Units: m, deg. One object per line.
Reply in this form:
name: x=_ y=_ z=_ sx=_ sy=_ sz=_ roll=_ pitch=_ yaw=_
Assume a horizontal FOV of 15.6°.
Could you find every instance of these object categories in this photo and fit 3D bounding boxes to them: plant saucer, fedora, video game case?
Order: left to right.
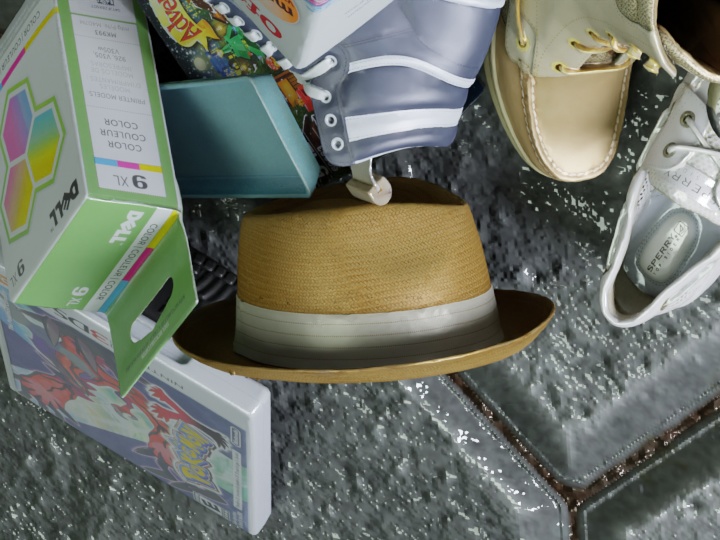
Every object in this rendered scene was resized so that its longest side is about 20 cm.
video game case: x=-0.132 y=0.068 z=1.499 sx=0.181 sy=0.023 sz=0.200 roll=30 pitch=158 yaw=11
plant saucer: x=-0.084 y=-0.072 z=1.385 sx=0.200 sy=0.019 sz=0.070 roll=3 pitch=125 yaw=61
fedora: x=0.000 y=0.000 z=1.332 sx=0.199 sy=0.200 sz=0.083 roll=4 pitch=105 yaw=31

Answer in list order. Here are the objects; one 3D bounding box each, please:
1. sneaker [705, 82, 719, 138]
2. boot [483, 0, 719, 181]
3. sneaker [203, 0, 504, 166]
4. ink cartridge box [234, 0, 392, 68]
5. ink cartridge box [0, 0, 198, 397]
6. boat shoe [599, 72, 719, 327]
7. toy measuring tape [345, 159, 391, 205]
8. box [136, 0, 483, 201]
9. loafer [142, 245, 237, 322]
sneaker: x=0.238 y=-0.097 z=1.140 sx=0.199 sy=0.089 sz=0.077 roll=-21 pitch=104 yaw=26
boot: x=0.122 y=-0.108 z=1.195 sx=0.155 sy=0.072 sz=0.201 roll=45 pitch=142 yaw=52
sneaker: x=-0.037 y=-0.115 z=1.211 sx=0.198 sy=0.070 sz=0.109 roll=14 pitch=107 yaw=2
ink cartridge box: x=-0.011 y=-0.205 z=1.079 sx=0.145 sy=0.144 sz=0.200 roll=48 pitch=166 yaw=7
ink cartridge box: x=-0.146 y=-0.046 z=1.373 sx=0.104 sy=0.059 sz=0.201 roll=-48 pitch=46 yaw=46
boat shoe: x=0.169 y=-0.048 z=1.249 sx=0.071 sy=0.069 sz=0.201 roll=32 pitch=128 yaw=14
toy measuring tape: x=0.025 y=-0.134 z=1.271 sx=0.073 sy=0.073 sz=0.202 roll=9 pitch=109 yaw=28
box: x=-0.045 y=-0.143 z=1.347 sx=0.136 sy=0.038 sz=0.201 roll=-24 pitch=105 yaw=41
loafer: x=-0.148 y=-0.001 z=1.486 sx=0.200 sy=0.073 sz=0.071 roll=39 pitch=144 yaw=6
